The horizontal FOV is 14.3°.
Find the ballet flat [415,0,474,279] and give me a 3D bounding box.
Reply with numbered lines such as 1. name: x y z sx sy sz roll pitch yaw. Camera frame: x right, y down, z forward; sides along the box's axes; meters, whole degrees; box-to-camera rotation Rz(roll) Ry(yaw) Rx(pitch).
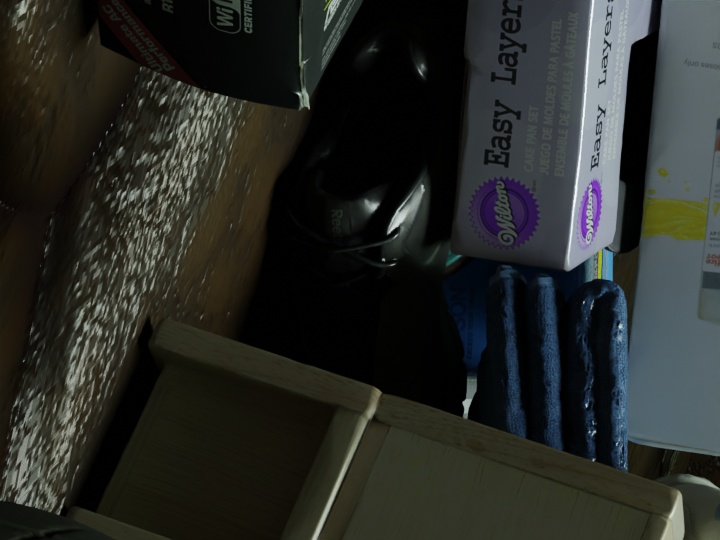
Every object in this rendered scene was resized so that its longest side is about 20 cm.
1. ballet flat: 0.049 -0.090 1.121 0.068 0.068 0.201 127 -19 -89

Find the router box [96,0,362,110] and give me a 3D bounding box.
1. router box: -0.006 -0.164 0.746 0.150 0.062 0.200 93 19 -52

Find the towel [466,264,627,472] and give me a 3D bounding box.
1. towel: 0.065 0.072 1.060 0.200 0.048 0.112 97 -7 -75

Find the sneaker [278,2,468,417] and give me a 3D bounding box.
1. sneaker: 0.000 0.000 1.036 0.091 0.076 0.201 -3 102 -71

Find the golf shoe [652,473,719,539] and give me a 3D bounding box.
1. golf shoe: 0.114 0.166 0.914 0.097 0.078 0.201 177 -98 -72

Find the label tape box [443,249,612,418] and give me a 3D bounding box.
1. label tape box: 0.075 -0.004 1.278 0.200 0.063 0.145 57 35 -75

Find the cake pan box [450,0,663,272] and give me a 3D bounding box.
1. cake pan box: 0.090 -0.108 1.053 0.184 0.052 0.201 -25 122 -63

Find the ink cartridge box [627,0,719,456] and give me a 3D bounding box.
1. ink cartridge box: 0.165 -0.039 1.093 0.145 0.083 0.201 -27 125 -65

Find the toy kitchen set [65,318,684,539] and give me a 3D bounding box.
1. toy kitchen set: -0.005 0.151 0.933 0.200 0.180 0.164 73 37 -63

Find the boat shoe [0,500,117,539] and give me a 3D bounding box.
1. boat shoe: -0.114 0.112 0.662 0.200 0.076 0.074 -29 142 -62
